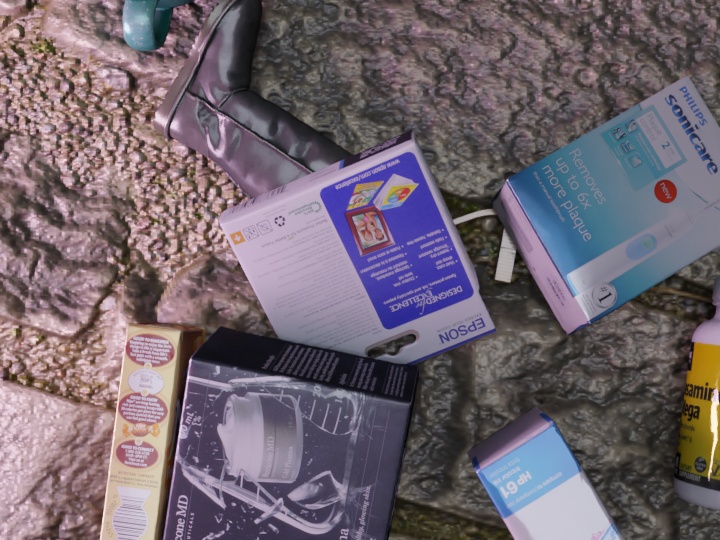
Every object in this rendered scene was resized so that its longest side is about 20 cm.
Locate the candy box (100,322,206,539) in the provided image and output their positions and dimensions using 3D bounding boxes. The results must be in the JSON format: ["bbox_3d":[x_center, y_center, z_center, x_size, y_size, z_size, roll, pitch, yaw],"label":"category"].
[{"bbox_3d":[-0.189,0.151,1.006,0.054,0.115,0.204,7,88,2],"label":"candy box"}]

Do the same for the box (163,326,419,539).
[{"bbox_3d":[-0.061,0.176,0.979,0.193,0.124,0.204,11,100,5],"label":"box"}]

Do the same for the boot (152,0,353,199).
[{"bbox_3d":[-0.077,-0.146,1.035,0.198,0.072,0.184,33,103,10],"label":"boot"}]

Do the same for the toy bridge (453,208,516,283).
[{"bbox_3d":[0.140,-0.022,1.040,0.196,0.027,0.069,11,88,2],"label":"toy bridge"}]

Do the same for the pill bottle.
[{"bbox_3d":[0.348,0.112,0.982,0.110,0.112,0.204,8,87,3],"label":"pill bottle"}]

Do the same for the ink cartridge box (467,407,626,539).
[{"bbox_3d":[0.182,0.234,0.969,0.084,0.145,0.202,-32,86,1],"label":"ink cartridge box"}]

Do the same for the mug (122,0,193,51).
[{"bbox_3d":[-0.199,-0.314,1.026,0.151,0.114,0.186,36,91,3],"label":"mug"}]

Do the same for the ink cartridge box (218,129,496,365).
[{"bbox_3d":[0.000,0.000,1.010,0.195,0.047,0.202,-21,114,11],"label":"ink cartridge box"}]

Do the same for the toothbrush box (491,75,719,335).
[{"bbox_3d":[0.242,-0.057,0.991,0.198,0.085,0.148,-28,83,-9],"label":"toothbrush box"}]
